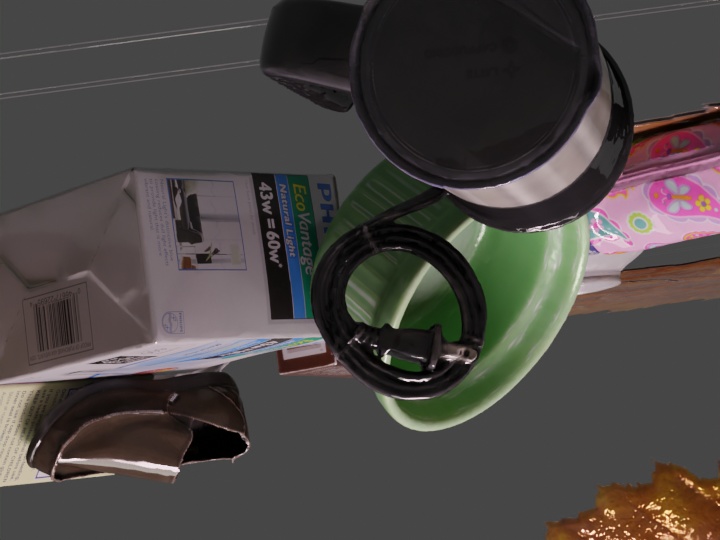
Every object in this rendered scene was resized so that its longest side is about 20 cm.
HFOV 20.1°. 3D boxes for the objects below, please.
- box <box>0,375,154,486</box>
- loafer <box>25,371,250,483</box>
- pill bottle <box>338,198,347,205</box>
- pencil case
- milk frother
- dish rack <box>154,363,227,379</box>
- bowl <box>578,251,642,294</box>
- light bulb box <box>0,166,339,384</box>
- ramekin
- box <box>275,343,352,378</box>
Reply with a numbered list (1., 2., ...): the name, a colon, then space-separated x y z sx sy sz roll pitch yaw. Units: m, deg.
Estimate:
1. box: -0.296 0.077 1.580 0.199 0.097 0.176 0 -149 -47
2. loafer: -0.160 0.125 1.548 0.199 0.071 0.073 -12 139 -40
3. pill bottle: 0.000 0.000 1.676 0.110 0.112 0.200 -10 173 11
4. pencil case: 0.251 -0.069 1.537 0.199 0.088 0.087 -12 172 39
5. milk frother: 0.044 -0.041 1.012 0.179 0.202 0.188 -6 174 13
6. dish rack: -0.140 0.057 1.933 0.200 0.044 0.171 -43 -171 -21
7. bowl: 0.173 -0.026 1.774 0.199 0.091 0.201 -8 174 -1
8. light bulb box: -0.144 0.006 1.482 0.197 0.126 0.199 -14 171 43
9. ramekin: 0.058 0.002 1.427 0.199 0.201 0.098 -1 -149 -49
10. box: -0.026 0.063 2.223 0.074 0.101 0.200 -11 173 19
